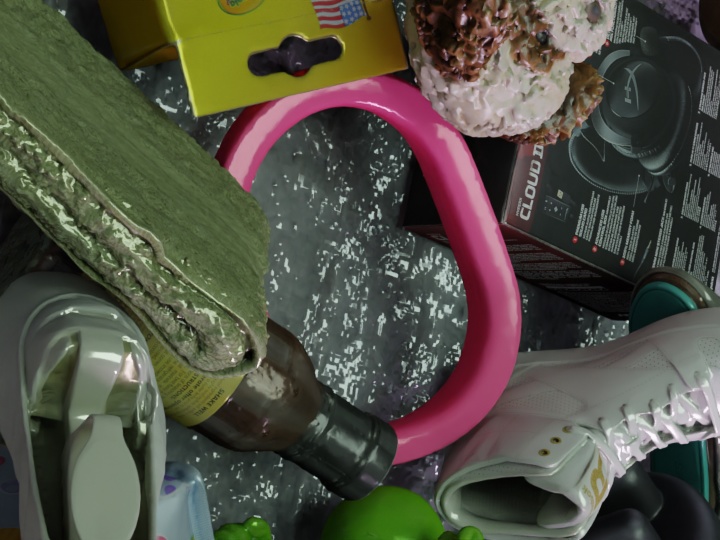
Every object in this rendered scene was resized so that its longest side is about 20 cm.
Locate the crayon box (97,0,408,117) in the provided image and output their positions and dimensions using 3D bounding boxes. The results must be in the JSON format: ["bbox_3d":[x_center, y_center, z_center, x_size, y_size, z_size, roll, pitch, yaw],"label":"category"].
[{"bbox_3d":[-0.065,-0.169,0.944,0.127,0.051,0.201,-16,89,-36],"label":"crayon box"}]

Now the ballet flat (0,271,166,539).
[{"bbox_3d":[-0.100,0.062,0.791,0.069,0.069,0.200,33,33,-39],"label":"ballet flat"}]

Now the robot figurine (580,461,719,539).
[{"bbox_3d":[0.156,0.188,1.130,0.150,0.125,0.200,-51,127,-26],"label":"robot figurine"}]

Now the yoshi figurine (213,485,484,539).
[{"bbox_3d":[-0.002,0.139,0.968,0.112,0.200,0.112,-41,78,-2],"label":"yoshi figurine"}]

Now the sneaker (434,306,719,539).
[{"bbox_3d":[0.133,0.084,1.041,0.116,0.199,0.074,-73,144,-55],"label":"sneaker"}]

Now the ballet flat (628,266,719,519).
[{"bbox_3d":[0.185,0.057,1.144,0.064,0.067,0.200,-40,141,-26],"label":"ballet flat"}]

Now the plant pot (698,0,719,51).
[{"bbox_3d":[0.295,-0.134,1.232,0.174,0.200,0.201,29,70,-31],"label":"plant pot"}]

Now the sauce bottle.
[{"bbox_3d":[-0.069,0.039,0.936,0.200,0.065,0.065,37,64,-24],"label":"sauce bottle"}]

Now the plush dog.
[{"bbox_3d":[0.068,-0.147,0.980,0.200,0.160,0.172,29,71,-60],"label":"plush dog"}]

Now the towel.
[{"bbox_3d":[-0.113,-0.049,0.862,0.200,0.036,0.148,42,17,-18],"label":"towel"}]

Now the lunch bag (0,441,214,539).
[{"bbox_3d":[-0.136,0.187,0.854,0.169,0.127,0.201,-25,119,-41],"label":"lunch bag"}]

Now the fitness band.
[{"bbox_3d":[0.000,0.000,1.009,0.143,0.037,0.200,-27,110,-16],"label":"fitness band"}]

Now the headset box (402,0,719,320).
[{"bbox_3d":[0.113,-0.070,1.128,0.200,0.077,0.149,21,74,-41],"label":"headset box"}]
